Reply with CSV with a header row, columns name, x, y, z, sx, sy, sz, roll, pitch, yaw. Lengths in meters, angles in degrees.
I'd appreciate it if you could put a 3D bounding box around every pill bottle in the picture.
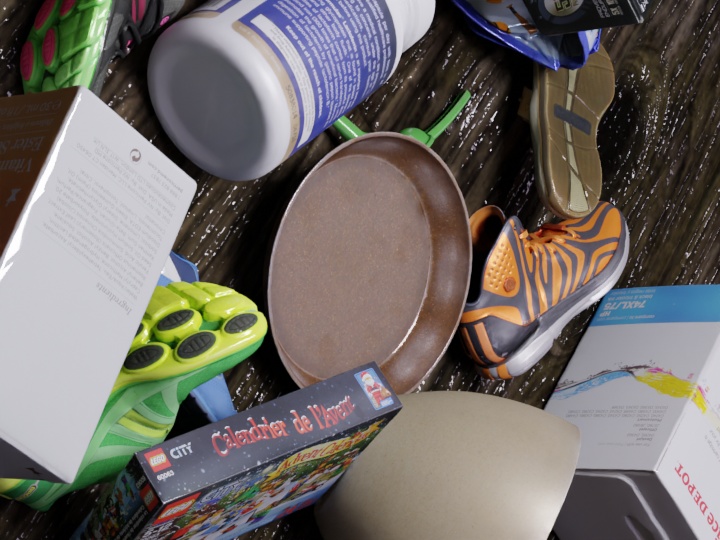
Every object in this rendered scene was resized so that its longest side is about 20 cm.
name,x,y,z,sx,sy,sz,roll,pitch,yaw
pill bottle,-0.042,-0.154,1.461,0.200,0.115,0.116,-40,116,-40

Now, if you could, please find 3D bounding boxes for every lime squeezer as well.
name,x,y,z,sx,sy,sz,roll,pitch,yaw
lime squeezer,0.020,-0.103,1.595,0.199,0.038,0.071,-1,58,-47

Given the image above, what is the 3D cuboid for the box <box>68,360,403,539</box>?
name,x,y,z,sx,sy,sz,roll,pitch,yaw
box,-0.082,0.134,1.371,0.199,0.137,0.038,-19,69,-40

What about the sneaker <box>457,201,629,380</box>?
name,x,y,z,sx,sy,sz,roll,pitch,yaw
sneaker,0.136,-0.016,1.676,0.200,0.077,0.113,-49,123,-37

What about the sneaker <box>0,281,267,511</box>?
name,x,y,z,sx,sy,sz,roll,pitch,yaw
sneaker,-0.144,0.077,1.324,0.084,0.199,0.074,54,5,-49

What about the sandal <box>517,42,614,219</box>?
name,x,y,z,sx,sy,sz,roll,pitch,yaw
sandal,0.156,-0.120,1.715,0.080,0.054,0.201,29,50,-28

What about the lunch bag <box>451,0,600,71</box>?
name,x,y,z,sx,sy,sz,roll,pitch,yaw
lunch bag,0.128,-0.274,1.652,0.200,0.123,0.171,38,59,-31

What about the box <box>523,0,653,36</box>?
name,x,y,z,sx,sy,sz,roll,pitch,yaw
box,0.150,-0.295,1.516,0.201,0.086,0.164,56,46,-34

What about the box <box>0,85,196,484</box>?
name,x,y,z,sx,sy,sz,roll,pitch,yaw
box,-0.210,0.009,1.240,0.106,0.151,0.201,42,58,-38

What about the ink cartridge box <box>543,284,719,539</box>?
name,x,y,z,sx,sy,sz,roll,pitch,yaw
ink cartridge box,0.248,0.134,1.738,0.147,0.145,0.201,55,51,-30

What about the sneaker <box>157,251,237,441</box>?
name,x,y,z,sx,sy,sz,roll,pitch,yaw
sneaker,-0.125,0.038,1.392,0.082,0.074,0.201,-52,126,-39

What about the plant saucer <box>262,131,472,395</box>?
name,x,y,z,sx,sy,sz,roll,pitch,yaw
plant saucer,0.000,0.000,1.537,0.199,0.034,0.202,-11,106,-41

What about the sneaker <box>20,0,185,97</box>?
name,x,y,z,sx,sy,sz,roll,pitch,yaw
sneaker,-0.152,-0.168,1.371,0.084,0.076,0.201,36,64,-36

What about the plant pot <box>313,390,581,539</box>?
name,x,y,z,sx,sy,sz,roll,pitch,yaw
plant pot,0.046,0.163,1.510,0.134,0.200,0.201,30,60,-4
